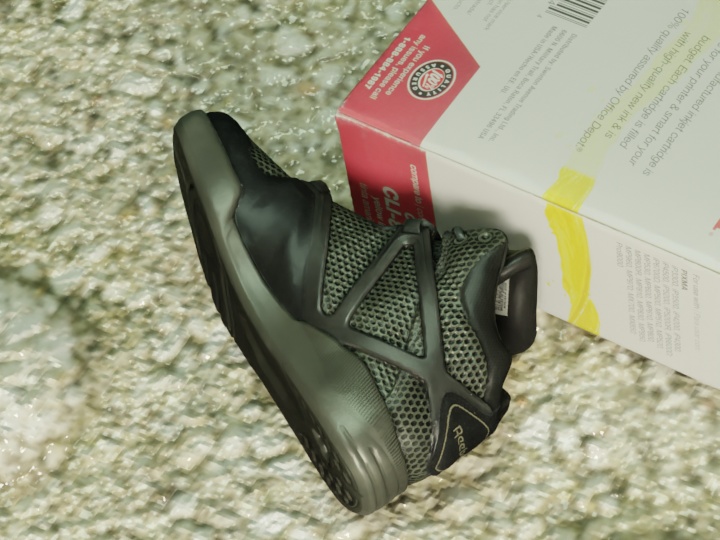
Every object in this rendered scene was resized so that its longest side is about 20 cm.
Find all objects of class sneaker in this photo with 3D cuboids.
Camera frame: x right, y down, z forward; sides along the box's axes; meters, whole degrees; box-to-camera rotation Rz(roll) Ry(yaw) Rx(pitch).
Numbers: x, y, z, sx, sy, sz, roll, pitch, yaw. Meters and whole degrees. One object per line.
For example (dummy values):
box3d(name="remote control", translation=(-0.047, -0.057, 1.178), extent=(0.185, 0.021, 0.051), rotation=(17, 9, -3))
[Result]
box3d(name="sneaker", translation=(0.000, 0.000, 1.194), extent=(0.114, 0.076, 0.200), rotation=(-25, 54, -16))

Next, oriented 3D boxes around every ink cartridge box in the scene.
box3d(name="ink cartridge box", translation=(0.113, -0.052, 1.214), extent=(0.200, 0.084, 0.145), rotation=(25, 57, 26))
